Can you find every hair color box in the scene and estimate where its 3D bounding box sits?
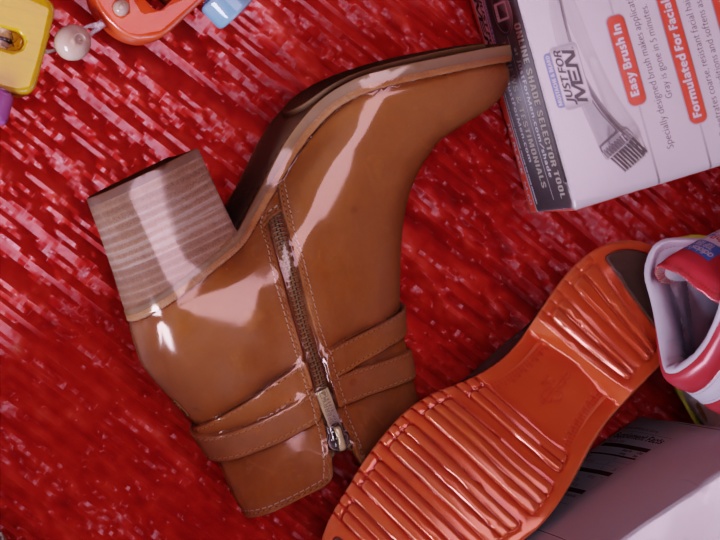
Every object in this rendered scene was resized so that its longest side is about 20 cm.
[{"bbox_3d":[0.160,-0.105,0.879,0.200,0.064,0.111,-17,93,-14],"label":"hair color box"}]

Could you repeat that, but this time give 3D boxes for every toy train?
[{"bbox_3d":[-0.149,-0.147,0.815,0.200,0.056,0.150,42,79,-12],"label":"toy train"}]

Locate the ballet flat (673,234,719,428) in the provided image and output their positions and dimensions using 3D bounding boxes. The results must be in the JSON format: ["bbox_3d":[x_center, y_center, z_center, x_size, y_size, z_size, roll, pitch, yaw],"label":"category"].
[{"bbox_3d":[0.185,0.077,0.869,0.067,0.067,0.200,-26,96,19],"label":"ballet flat"}]

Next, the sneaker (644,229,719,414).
[{"bbox_3d":[0.190,-0.024,0.813,0.112,0.071,0.200,27,77,-17],"label":"sneaker"}]

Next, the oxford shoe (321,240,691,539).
[{"bbox_3d":[0.062,0.073,0.838,0.200,0.073,0.071,-40,81,-17],"label":"oxford shoe"}]

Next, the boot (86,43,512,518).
[{"bbox_3d":[0.000,0.000,0.833,0.200,0.077,0.155,-28,99,-19],"label":"boot"}]

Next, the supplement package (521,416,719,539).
[{"bbox_3d":[0.109,0.195,0.813,0.200,0.147,0.191,-33,96,-11],"label":"supplement package"}]

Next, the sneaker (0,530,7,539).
[{"bbox_3d":[-0.136,0.149,0.812,0.089,0.077,0.200,-23,91,-45],"label":"sneaker"}]
